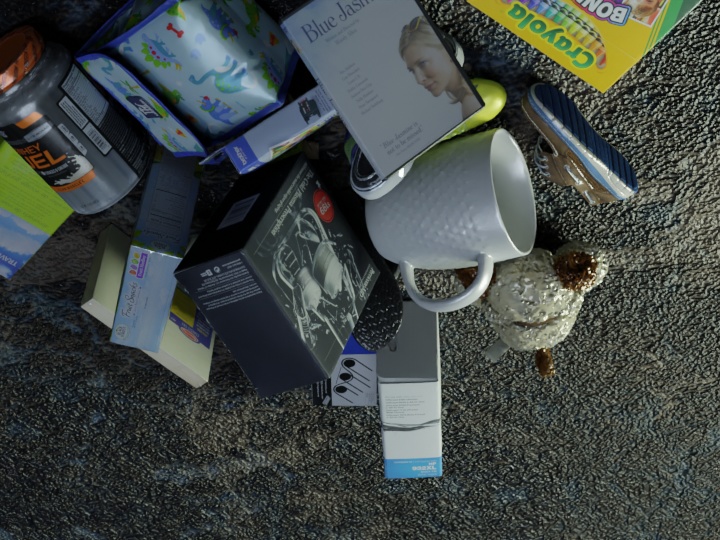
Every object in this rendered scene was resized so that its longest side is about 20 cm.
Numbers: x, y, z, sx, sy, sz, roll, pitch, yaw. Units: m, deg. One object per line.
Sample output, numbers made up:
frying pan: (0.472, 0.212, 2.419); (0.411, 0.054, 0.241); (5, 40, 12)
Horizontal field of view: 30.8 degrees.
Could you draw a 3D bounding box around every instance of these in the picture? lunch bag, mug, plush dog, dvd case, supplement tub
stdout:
lunch bag: (-0.194, -0.222, 1.426); (0.198, 0.128, 0.170); (-24, 124, 36)
mug: (0.100, -0.050, 1.523); (0.173, 0.203, 0.147); (-12, 156, 26)
plush dog: (0.206, 0.031, 1.596); (0.197, 0.163, 0.172); (-8, 157, 12)
dvd case: (0.024, -0.217, 1.372); (0.142, 0.018, 0.201); (-36, 97, -13)
supplement tub: (-0.340, -0.170, 1.480); (0.121, 0.124, 0.200); (-23, 128, 24)

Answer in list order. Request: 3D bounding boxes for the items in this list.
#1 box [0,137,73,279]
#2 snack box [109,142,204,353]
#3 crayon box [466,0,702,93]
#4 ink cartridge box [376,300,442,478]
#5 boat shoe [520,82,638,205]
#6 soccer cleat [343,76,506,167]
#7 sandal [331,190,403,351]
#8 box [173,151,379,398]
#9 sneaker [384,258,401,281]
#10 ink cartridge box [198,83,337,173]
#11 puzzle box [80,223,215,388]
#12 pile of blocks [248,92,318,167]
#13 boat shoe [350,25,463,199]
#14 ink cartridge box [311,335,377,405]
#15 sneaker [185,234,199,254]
box: (-0.431, -0.084, 1.622); (0.121, 0.048, 0.200); (32, 128, -25)
snack box: (-0.239, -0.035, 1.553); (0.067, 0.202, 0.170); (13, 134, -10)
crayon box: (0.238, -0.302, 1.364); (0.198, 0.059, 0.173); (28, 129, -23)
ink cartridge box: (0.067, 0.161, 1.765); (0.082, 0.146, 0.202); (-1, 134, 3)
boat shoe: (0.241, -0.135, 1.518); (0.072, 0.073, 0.200); (-30, 126, 30)
soccer cleat: (0.074, -0.160, 1.494); (0.197, 0.084, 0.065); (-16, 132, 17)
sandal: (0.000, 0.000, 1.619); (0.074, 0.203, 0.045); (-16, 175, -11)
box: (-0.088, 0.003, 1.476); (0.103, 0.201, 0.183); (-17, 118, 31)
sneaker: (-0.045, -0.010, 1.651); (0.197, 0.073, 0.083); (-2, 142, 5)
ink cartridge box: (-0.079, -0.158, 1.441); (0.198, 0.119, 0.042); (-30, 94, 5)
puzzle box: (-0.265, 0.047, 1.682); (0.025, 0.134, 0.200); (-30, 125, 29)
pile of blocks: (-0.090, -0.112, 1.566); (0.081, 0.063, 0.202); (0, 135, 4)
boat shoe: (0.040, -0.175, 1.430); (0.201, 0.072, 0.068); (-57, 145, 6)
ink cartridge box: (-0.023, 0.105, 1.787); (0.092, 0.045, 0.202); (0, 134, 1)
sneaker: (-0.157, 0.027, 1.665); (0.083, 0.076, 0.201); (9, 156, 19)
